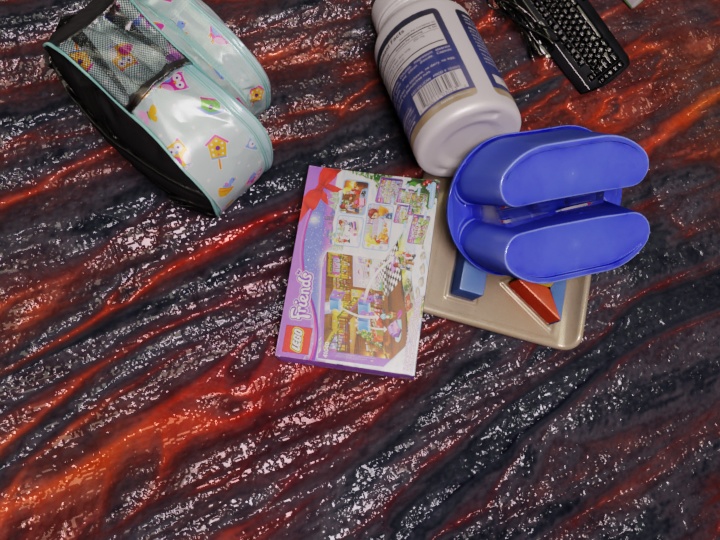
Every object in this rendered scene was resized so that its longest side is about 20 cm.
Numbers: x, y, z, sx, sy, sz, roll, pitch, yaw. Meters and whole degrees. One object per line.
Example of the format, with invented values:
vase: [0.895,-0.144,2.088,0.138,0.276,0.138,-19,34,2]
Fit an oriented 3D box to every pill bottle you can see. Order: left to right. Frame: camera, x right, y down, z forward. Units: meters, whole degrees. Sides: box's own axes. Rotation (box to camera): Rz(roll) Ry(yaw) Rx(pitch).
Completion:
pill bottle: [0.079,-0.207,0.759,0.111,0.111,0.201,-12,62,-12]

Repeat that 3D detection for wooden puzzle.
wooden puzzle: [0.155,-0.028,0.776,0.199,0.046,0.186,14,75,-6]

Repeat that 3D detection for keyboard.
keyboard: [0.225,-0.293,0.840,0.104,0.040,0.200,-39,92,-9]

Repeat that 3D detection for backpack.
backpack: [-0.166,-0.152,0.686,0.153,0.176,0.200,-39,90,-12]

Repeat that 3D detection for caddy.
caddy: [0.184,-0.066,0.718,0.199,0.105,0.142,-10,104,-17]

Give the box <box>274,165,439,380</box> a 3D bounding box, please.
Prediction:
box: [0.000,0.000,0.734,0.136,0.039,0.201,8,76,5]

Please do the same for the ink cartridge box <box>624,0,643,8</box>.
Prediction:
ink cartridge box: [0.370,-0.440,0.889,0.200,0.084,0.146,-37,86,-16]
